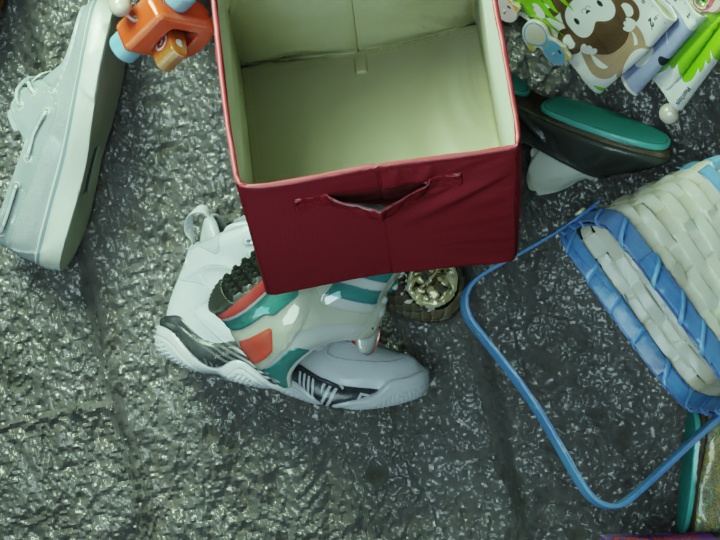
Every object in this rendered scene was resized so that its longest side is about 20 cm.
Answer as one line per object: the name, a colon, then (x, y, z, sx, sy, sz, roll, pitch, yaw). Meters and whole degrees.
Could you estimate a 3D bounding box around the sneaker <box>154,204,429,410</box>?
sneaker: (-0.043, 0.024, 1.604, 0.198, 0.075, 0.116, 13, 104, 13)

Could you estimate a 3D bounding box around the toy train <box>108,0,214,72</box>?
toy train: (-0.064, -0.184, 1.526, 0.200, 0.150, 0.056, -37, 63, 27)

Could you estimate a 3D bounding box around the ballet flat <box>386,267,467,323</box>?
ballet flat: (-0.006, -0.040, 1.593, 0.200, 0.046, 0.067, 43, 75, 4)

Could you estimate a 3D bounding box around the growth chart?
growth chart: (0.148, -0.178, 1.487, 0.199, 0.018, 0.145, 35, 139, 9)

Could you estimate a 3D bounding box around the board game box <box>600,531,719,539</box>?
board game box: (0.244, 0.235, 1.547, 0.198, 0.032, 0.121, 2, 106, -24)

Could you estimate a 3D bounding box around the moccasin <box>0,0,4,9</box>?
moccasin: (-0.281, -0.219, 1.614, 0.073, 0.078, 0.202, 28, 104, 6)

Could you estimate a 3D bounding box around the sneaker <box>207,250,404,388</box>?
sneaker: (0.000, 0.000, 1.549, 0.199, 0.070, 0.094, -35, 108, -7)

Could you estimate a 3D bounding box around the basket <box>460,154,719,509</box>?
basket: (0.187, 0.035, 1.512, 0.199, 0.139, 0.177, -33, 91, -15)

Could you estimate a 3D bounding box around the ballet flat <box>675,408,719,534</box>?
ballet flat: (0.240, 0.189, 1.579, 0.070, 0.071, 0.202, 12, 102, 10)

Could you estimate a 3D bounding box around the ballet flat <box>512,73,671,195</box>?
ballet flat: (0.113, -0.096, 1.560, 0.199, 0.068, 0.069, 27, 114, 17)

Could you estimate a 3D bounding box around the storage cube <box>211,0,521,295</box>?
storage cube: (0.004, -0.103, 1.432, 0.169, 0.180, 0.202, -9, 69, 0)

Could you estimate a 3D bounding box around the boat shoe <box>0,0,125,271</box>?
boat shoe: (-0.216, -0.101, 1.624, 0.071, 0.070, 0.202, 17, 105, 6)
